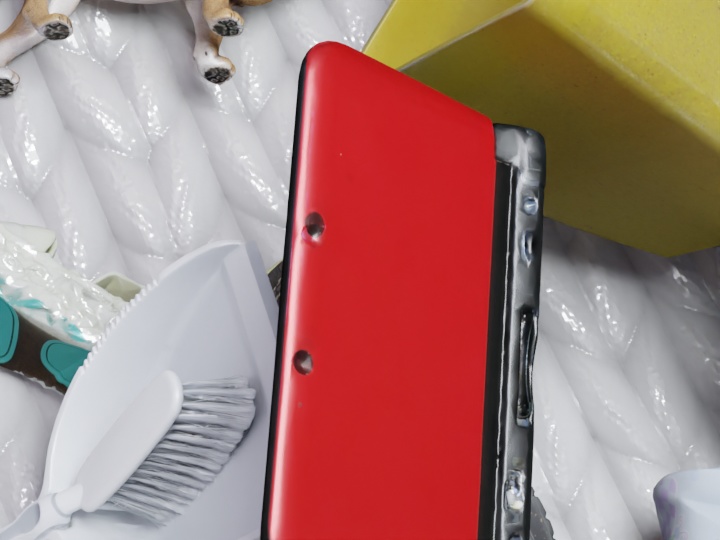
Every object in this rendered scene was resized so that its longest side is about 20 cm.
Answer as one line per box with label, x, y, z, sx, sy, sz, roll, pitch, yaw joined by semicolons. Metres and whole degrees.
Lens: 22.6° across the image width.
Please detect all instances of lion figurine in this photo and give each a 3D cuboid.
lion figurine;-0.113;-0.155;0.914;0.199;0.073;0.123;1;57;-5

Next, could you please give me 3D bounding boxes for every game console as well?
game console;0.005;0.039;0.706;0.118;0.172;0.201;9;73;-14

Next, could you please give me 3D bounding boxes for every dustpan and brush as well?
dustpan and brush;-0.107;0.090;0.756;0.057;0.200;0.140;16;41;-38

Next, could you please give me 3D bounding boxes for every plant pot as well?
plant pot;0.138;-0.118;0.809;0.176;0.200;0.200;36;69;-16

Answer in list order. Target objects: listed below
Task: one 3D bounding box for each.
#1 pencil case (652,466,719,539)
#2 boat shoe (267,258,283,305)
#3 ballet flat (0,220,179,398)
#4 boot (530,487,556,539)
pencil case;0.174;0.181;0.782;0.083;0.091;0.201;-4;74;11
boat shoe;0.000;0.000;0.838;0.073;0.065;0.200;39;48;2
ballet flat;-0.141;0.019;0.832;0.199;0.072;0.072;31;63;-2
boot;0.028;0.148;0.799;0.131;0.070;0.200;-34;71;-18
